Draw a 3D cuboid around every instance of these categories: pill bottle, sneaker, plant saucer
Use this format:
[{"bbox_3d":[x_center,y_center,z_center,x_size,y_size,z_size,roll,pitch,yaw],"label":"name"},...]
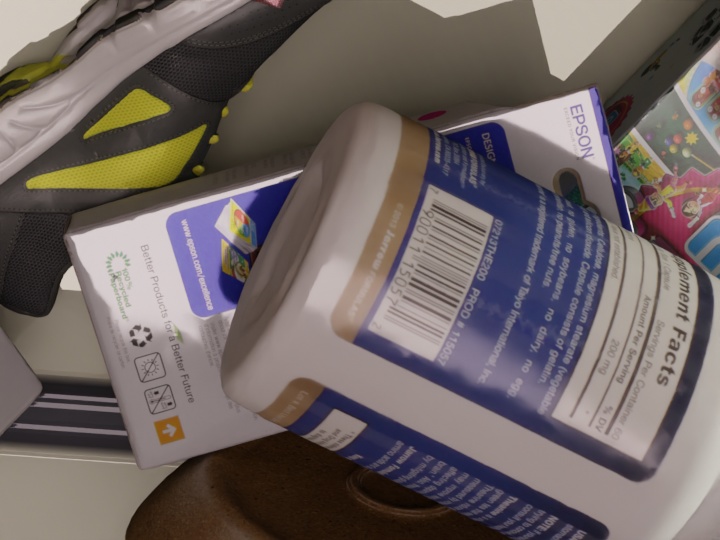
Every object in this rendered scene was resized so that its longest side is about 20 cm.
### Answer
[{"bbox_3d":[0.062,0.034,0.784,0.199,0.111,0.111,27,103,-11],"label":"pill bottle"},{"bbox_3d":[-0.080,-0.058,0.874,0.199,0.075,0.085,-32,112,15],"label":"sneaker"},{"bbox_3d":[0.014,0.094,0.848,0.199,0.200,0.036,6,113,-5],"label":"plant saucer"}]

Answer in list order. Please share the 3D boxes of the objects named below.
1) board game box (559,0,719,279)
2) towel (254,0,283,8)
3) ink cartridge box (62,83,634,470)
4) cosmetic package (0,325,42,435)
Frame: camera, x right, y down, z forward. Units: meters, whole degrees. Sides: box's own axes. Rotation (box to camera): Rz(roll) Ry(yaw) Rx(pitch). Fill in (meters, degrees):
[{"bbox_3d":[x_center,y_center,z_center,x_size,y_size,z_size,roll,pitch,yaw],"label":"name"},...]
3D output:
[{"bbox_3d":[0.150,-0.013,0.899,0.147,0.064,0.200,42,101,-13],"label":"board game box"},{"bbox_3d":[-0.057,-0.206,0.782,0.143,0.023,0.201,21,99,-8],"label":"towel"},{"bbox_3d":[0.000,0.000,0.845,0.199,0.037,0.095,-15,106,3],"label":"ink cartridge box"},{"bbox_3d":[-0.220,-0.005,0.852,0.101,0.071,0.201,-20,110,41],"label":"cosmetic package"}]
